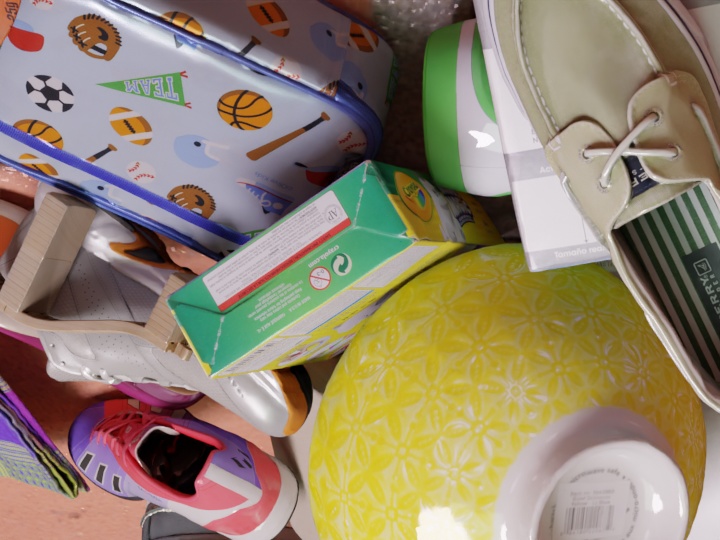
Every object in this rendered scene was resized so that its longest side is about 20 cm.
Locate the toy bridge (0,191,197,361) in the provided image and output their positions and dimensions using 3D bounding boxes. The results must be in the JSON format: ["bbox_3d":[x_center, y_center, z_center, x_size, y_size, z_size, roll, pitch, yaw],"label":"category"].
[{"bbox_3d":[-0.159,-0.006,0.739,0.200,0.027,0.067,32,99,26],"label":"toy bridge"}]

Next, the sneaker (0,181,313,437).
[{"bbox_3d":[-0.114,0.036,0.768,0.200,0.092,0.076,37,-177,23],"label":"sneaker"}]

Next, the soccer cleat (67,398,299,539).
[{"bbox_3d":[-0.123,0.108,0.876,0.200,0.068,0.073,14,160,45],"label":"soccer cleat"}]

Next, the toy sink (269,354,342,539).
[{"bbox_3d":[0.032,0.105,0.811,0.112,0.200,0.131,-16,107,-19],"label":"toy sink"}]

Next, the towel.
[{"bbox_3d":[-0.269,0.075,0.914,0.143,0.023,0.200,5,140,34],"label":"towel"}]

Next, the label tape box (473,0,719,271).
[{"bbox_3d":[0.118,-0.111,0.576,0.144,0.063,0.201,-10,105,14],"label":"label tape box"}]

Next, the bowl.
[{"bbox_3d":[0.086,0.096,0.662,0.200,0.108,0.201,-5,104,-21],"label":"bowl"}]

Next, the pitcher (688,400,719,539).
[{"bbox_3d":[0.168,0.099,0.834,0.200,0.121,0.172,-17,116,41],"label":"pitcher"}]

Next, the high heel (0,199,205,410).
[{"bbox_3d":[-0.176,0.022,0.857,0.200,0.068,0.096,36,167,-4],"label":"high heel"}]

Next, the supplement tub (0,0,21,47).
[{"bbox_3d":[-0.220,-0.111,0.592,0.122,0.123,0.200,40,157,-28],"label":"supplement tub"}]

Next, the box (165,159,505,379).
[{"bbox_3d":[0.000,0.000,0.715,0.117,0.048,0.200,-33,168,14],"label":"box"}]

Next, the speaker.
[{"bbox_3d":[0.132,-0.077,0.663,0.199,0.089,0.089,0,136,12],"label":"speaker"}]

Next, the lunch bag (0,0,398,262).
[{"bbox_3d":[-0.087,-0.079,0.713,0.200,0.076,0.160,27,137,-16],"label":"lunch bag"}]

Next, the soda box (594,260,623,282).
[{"bbox_3d":[0.201,-0.001,0.744,0.199,0.068,0.064,1,135,9],"label":"soda box"}]

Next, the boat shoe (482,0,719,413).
[{"bbox_3d":[0.109,-0.038,0.533,0.072,0.062,0.200,-30,98,19],"label":"boat shoe"}]

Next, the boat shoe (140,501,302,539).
[{"bbox_3d":[-0.060,0.209,1.020,0.200,0.062,0.073,21,136,-11],"label":"boat shoe"}]
